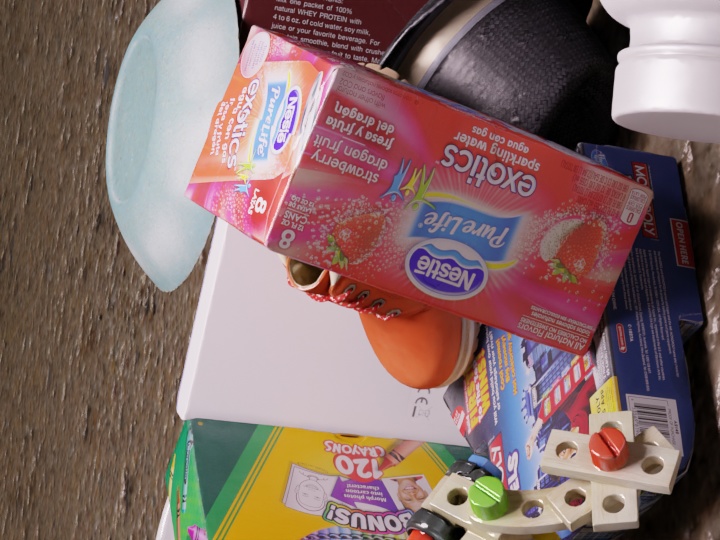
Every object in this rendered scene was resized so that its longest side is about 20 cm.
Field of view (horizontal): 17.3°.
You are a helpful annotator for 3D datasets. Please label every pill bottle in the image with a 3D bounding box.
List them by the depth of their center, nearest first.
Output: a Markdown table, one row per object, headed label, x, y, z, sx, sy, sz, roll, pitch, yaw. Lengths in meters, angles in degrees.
| label | x | y | z | sx | sy | sz | roll | pitch | yaw |
| --- | --- | --- | --- | --- | --- | --- | --- | --- | --- |
| pill bottle | 0.173 | -0.165 | 1.112 | 0.120 | 0.120 | 0.200 | 174 | 104 | -70 |

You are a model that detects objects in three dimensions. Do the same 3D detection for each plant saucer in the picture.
| label | x | y | z | sx | sy | sz | roll | pitch | yaw |
| --- | --- | --- | --- | --- | --- | --- | --- | --- | --- |
| plant saucer | -0.122 | -0.088 | 1.433 | 0.201 | 0.039 | 0.201 | -173 | 90 | -70 |

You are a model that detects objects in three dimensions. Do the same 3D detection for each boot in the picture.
| label | x | y | z | sx | sy | sz | roll | pitch | yaw |
| --- | --- | --- | --- | --- | --- | --- | --- | --- | --- |
| boot | 0.000 | 0.000 | 1.275 | 0.075 | 0.107 | 0.200 | 8 | 131 | 36 |

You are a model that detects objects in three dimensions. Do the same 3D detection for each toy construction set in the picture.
| label | x | y | z | sx | sy | sz | roll | pitch | yaw |
| --- | --- | --- | --- | --- | --- | --- | --- | --- | --- |
| toy construction set | 0.097 | 0.151 | 1.134 | 0.131 | 0.092 | 0.200 | 25 | 137 | 31 |

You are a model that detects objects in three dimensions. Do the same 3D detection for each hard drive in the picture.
| label | x | y | z | sx | sy | sz | roll | pitch | yaw |
| --- | --- | --- | --- | --- | --- | --- | --- | --- | --- |
| hard drive | 0.002 | 0.035 | 1.385 | 0.025 | 0.200 | 0.132 | -132 | 53 | -65 |

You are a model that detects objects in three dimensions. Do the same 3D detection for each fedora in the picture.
| label | x | y | z | sx | sy | sz | roll | pitch | yaw |
| --- | --- | --- | --- | --- | --- | --- | --- | --- | --- |
| fedora | 0.083 | -0.085 | 1.329 | 0.092 | 0.200 | 0.201 | 48 | 134 | 26 |

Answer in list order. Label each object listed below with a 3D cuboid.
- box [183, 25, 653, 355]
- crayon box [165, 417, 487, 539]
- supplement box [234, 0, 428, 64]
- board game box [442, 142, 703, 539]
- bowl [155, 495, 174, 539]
| label | x | y | z | sx | sy | sz | roll | pitch | yaw |
| --- | --- | --- | --- | --- | --- | --- | --- | --- | --- |
| box | 0.029 | -0.038 | 1.162 | 0.100 | 0.200 | 0.096 | 31 | 100 | 58 |
| crayon box | -0.006 | 0.156 | 1.363 | 0.119 | 0.200 | 0.058 | -103 | 28 | -45 |
| supplement box | 0.000 | -0.140 | 1.465 | 0.133 | 0.197 | 0.200 | -151 | 70 | -69 |
| board game box | 0.113 | 0.070 | 1.272 | 0.200 | 0.062 | 0.200 | 125 | 147 | -52 |
| bowl | -0.051 | 0.191 | 1.580 | 0.201 | 0.090 | 0.201 | -36 | -48 | -56 |
